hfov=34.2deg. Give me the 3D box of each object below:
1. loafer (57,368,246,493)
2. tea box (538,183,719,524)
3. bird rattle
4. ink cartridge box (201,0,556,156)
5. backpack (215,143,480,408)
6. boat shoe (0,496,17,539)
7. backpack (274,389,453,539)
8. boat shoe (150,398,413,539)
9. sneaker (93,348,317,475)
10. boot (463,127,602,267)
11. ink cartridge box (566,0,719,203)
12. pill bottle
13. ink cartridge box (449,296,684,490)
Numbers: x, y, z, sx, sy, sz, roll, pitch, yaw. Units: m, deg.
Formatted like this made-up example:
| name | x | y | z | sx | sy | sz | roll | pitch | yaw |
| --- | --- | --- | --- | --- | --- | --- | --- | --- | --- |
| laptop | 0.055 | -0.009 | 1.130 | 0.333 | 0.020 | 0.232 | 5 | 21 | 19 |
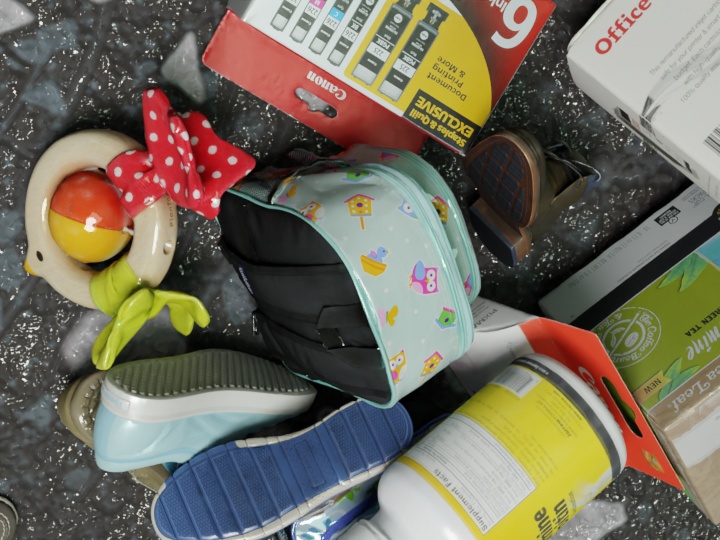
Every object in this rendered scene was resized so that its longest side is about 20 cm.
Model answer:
| name | x | y | z | sx | sy | sz | roll | pitch | yaw |
| --- | --- | --- | --- | --- | --- | --- | --- | --- | --- |
| loafer | -0.158 | 0.133 | 0.926 | 0.200 | 0.067 | 0.076 | 46 | 66 | -38 |
| tea box | 0.288 | 0.054 | 0.945 | 0.200 | 0.197 | 0.134 | -37 | 126 | -2 |
| bird rattle | -0.174 | -0.035 | 0.829 | 0.162 | 0.113 | 0.201 | 20 | 115 | 22 |
| ink cartridge box | 0.010 | -0.176 | 0.863 | 0.199 | 0.084 | 0.176 | 27 | 99 | -22 |
| backpack | 0.000 | 0.000 | 0.854 | 0.153 | 0.200 | 0.177 | -25 | 111 | -18 |
| boat shoe | -0.360 | 0.242 | 0.908 | 0.199 | 0.057 | 0.067 | -24 | 112 | -7 |
| backpack | 0.037 | 0.226 | 0.959 | 0.182 | 0.147 | 0.201 | -33 | 117 | -14 |
| boat shoe | -0.054 | 0.158 | 0.859 | 0.199 | 0.072 | 0.073 | -18 | 67 | -11 |
| sneaker | -0.120 | 0.111 | 0.879 | 0.199 | 0.074 | 0.082 | 4 | 115 | -46 |
| boot | 0.136 | -0.079 | 0.894 | 0.097 | 0.200 | 0.075 | -40 | 75 | -10 |
| ink cartridge box | 0.279 | -0.148 | 0.893 | 0.147 | 0.083 | 0.200 | -47 | 71 | 3 |
| pill bottle | 0.084 | 0.158 | 0.830 | 0.200 | 0.112 | 0.112 | -38 | 114 | -16 |
| ink cartridge box | 0.145 | 0.101 | 0.927 | 0.057 | 0.200 | 0.163 | -38 | 113 | -11 |
